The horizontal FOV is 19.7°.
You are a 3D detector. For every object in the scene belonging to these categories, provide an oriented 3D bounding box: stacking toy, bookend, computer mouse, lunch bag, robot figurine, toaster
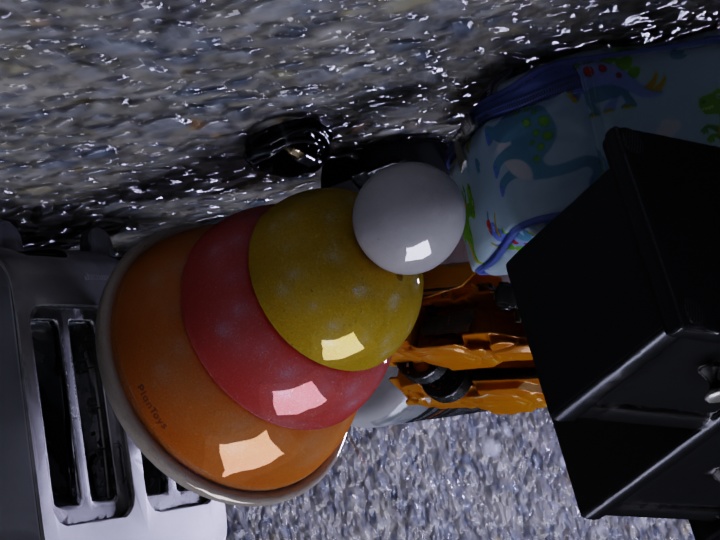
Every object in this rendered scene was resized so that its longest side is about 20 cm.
[{"bbox_3d":[-0.017,0.012,0.954,0.146,0.147,0.200,-6,160,-42],"label":"stacking toy"},{"bbox_3d":[0.136,0.043,0.895,0.199,0.093,0.199,8,144,-35],"label":"bookend"},{"bbox_3d":[-0.003,-0.044,0.987,0.058,0.034,0.200,-14,172,23],"label":"computer mouse"},{"bbox_3d":[0.142,-0.055,0.951,0.199,0.083,0.161,-11,172,-7],"label":"lunch bag"},{"bbox_3d":[0.091,0.031,1.061,0.199,0.059,0.145,-6,154,29],"label":"robot figurine"},{"bbox_3d":[-0.165,0.080,1.024,0.118,0.201,0.181,-11,173,25],"label":"toaster"}]

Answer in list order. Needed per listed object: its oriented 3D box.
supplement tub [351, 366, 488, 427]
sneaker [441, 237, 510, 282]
[{"bbox_3d":[0.053,0.032,1.315,0.122,0.123,0.200,-18,170,37],"label":"supplement tub"},{"bbox_3d":[0.111,-0.015,1.192,0.199,0.088,0.075,-8,170,-42],"label":"sneaker"}]
